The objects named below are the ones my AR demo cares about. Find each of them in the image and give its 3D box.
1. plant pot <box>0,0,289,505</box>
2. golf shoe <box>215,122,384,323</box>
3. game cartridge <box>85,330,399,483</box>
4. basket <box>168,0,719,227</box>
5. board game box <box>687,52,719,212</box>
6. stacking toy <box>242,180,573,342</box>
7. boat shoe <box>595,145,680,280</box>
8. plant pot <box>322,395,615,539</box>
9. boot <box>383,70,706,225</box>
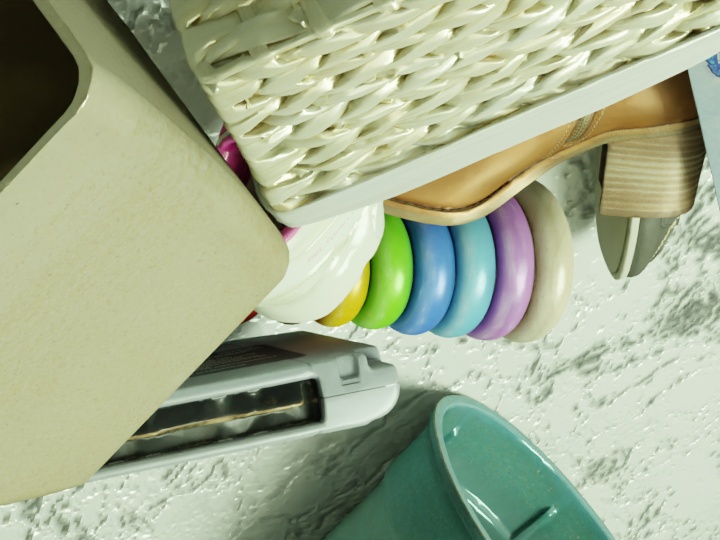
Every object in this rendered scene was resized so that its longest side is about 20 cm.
[{"bbox_3d":[-0.146,-0.026,0.671,0.200,0.200,0.177,-46,144,12],"label":"plant pot"},{"bbox_3d":[-0.010,-0.072,0.768,0.092,0.075,0.200,17,97,-63],"label":"golf shoe"},{"bbox_3d":[-0.098,0.063,0.827,0.200,0.133,0.042,-10,92,-21],"label":"game cartridge"},{"bbox_3d":[0.025,-0.126,0.672,0.200,0.136,0.123,-22,154,6],"label":"basket"},{"bbox_3d":[0.198,-0.131,0.825,0.200,0.041,0.200,-68,150,-30],"label":"board game box"},{"bbox_3d":[0.000,0.000,0.878,0.200,0.085,0.085,-4,129,-25],"label":"stacking toy"},{"bbox_3d":[0.157,-0.076,0.913,0.057,0.067,0.200,-7,130,-8],"label":"boat shoe"},{"bbox_3d":[0.037,0.207,1.015,0.196,0.200,0.200,-40,139,16],"label":"plant pot"},{"bbox_3d":[0.069,-0.102,0.820,0.200,0.077,0.155,3,117,3],"label":"boot"}]
